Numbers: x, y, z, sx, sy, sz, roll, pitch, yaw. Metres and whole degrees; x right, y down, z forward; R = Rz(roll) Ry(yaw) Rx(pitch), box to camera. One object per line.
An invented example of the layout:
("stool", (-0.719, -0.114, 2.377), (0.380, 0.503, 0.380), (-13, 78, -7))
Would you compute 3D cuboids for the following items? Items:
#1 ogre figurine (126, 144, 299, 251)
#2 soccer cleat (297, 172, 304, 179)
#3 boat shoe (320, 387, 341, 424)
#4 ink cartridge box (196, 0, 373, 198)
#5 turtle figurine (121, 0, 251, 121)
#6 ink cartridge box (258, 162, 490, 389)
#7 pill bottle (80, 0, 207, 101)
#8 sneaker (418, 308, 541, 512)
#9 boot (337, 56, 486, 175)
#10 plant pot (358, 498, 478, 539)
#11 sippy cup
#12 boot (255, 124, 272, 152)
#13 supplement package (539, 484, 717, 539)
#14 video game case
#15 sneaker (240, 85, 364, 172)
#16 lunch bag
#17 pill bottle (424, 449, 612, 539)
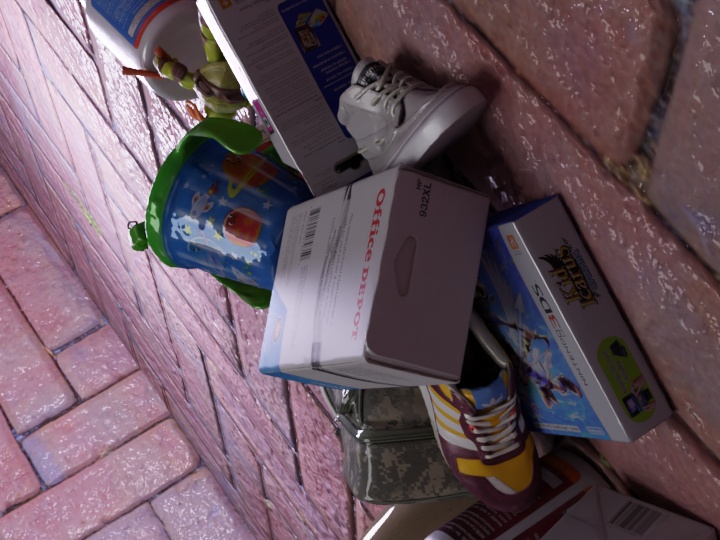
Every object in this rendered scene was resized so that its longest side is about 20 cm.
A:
("ogre figurine", (-0.133, -0.074, 1.289), (0.098, 0.200, 0.120), (46, -163, 16))
("soccer cleat", (-0.037, -0.045, 1.285), (0.076, 0.067, 0.200), (33, 158, 14))
("boat shoe", (0.029, 0.174, 1.440), (0.202, 0.072, 0.060), (51, 159, 7))
("ink cartridge box", (-0.049, -0.162, 1.067), (0.200, 0.095, 0.037), (61, 161, -5))
("turtle figurine", (-0.136, -0.192, 1.197), (0.200, 0.064, 0.161), (22, 138, 4))
("ink cartridge box", (0.006, 0.014, 0.979), (0.200, 0.084, 0.145), (-14, 63, 63))
("pill bottle", (-0.224, -0.270, 1.344), (0.200, 0.112, 0.112), (44, 157, 40))
("sneaker", (0.095, 0.112, 1.007), (0.200, 0.075, 0.090), (61, 169, -10))
("boot", (0.027, -0.121, 0.962), (0.096, 0.074, 0.200), (52, 163, 1))
("plant pot", (0.083, 0.284, 1.254), (0.187, 0.200, 0.187), (50, 160, 25))
("sippy cup", (-0.100, -0.046, 1.132), (0.130, 0.140, 0.178), (25, 177, 26))
("boot", (-0.121, -0.075, 1.439), (0.144, 0.072, 0.200), (63, 159, -4))
("supplement package", (0.220, 0.295, 1.004), (0.121, 0.120, 0.200), (14, 133, 49))
("video game case", (0.135, 0.042, 0.982), (0.181, 0.045, 0.200), (62, 162, -4))
("sneaker", (-0.033, -0.106, 1.137), (0.200, 0.082, 0.073), (59, 161, -2))
("lunch bag", (0.045, 0.111, 1.148), (0.200, 0.139, 0.168), (-164, 70, -85))
("pill bottle", (0.125, 0.250, 1.084), (0.113, 0.200, 0.113), (51, 160, 26))
